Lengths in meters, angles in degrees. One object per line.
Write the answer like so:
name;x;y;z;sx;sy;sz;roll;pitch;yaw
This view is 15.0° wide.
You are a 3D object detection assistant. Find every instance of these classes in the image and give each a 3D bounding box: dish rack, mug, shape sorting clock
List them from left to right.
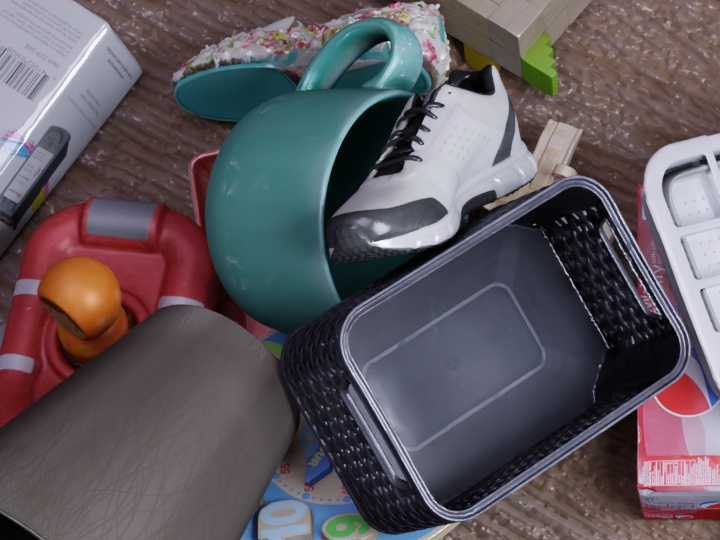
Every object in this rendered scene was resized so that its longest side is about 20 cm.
mug;-0.016;-0.046;1.684;0.114;0.152;0.185;2;45;37
shape sorting clock;-0.010;0.099;1.664;0.200;0.039;0.200;-10;48;11
dish rack;0.266;-0.006;1.646;0.200;0.044;0.172;-15;78;-25

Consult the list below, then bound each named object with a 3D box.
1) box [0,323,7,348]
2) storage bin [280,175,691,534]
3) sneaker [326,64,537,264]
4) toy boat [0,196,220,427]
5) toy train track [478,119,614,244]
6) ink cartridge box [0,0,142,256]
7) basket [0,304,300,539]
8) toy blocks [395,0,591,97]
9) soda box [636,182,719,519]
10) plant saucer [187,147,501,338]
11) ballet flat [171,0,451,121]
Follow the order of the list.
box;-0.244;0.150;1.762;0.158;0.048;0.200;-26;67;2
storage bin;0.072;0.049;1.580;0.200;0.094;0.135;-31;94;-25
sneaker;0.033;-0.062;1.602;0.074;0.200;0.080;-6;108;30
toy boat;-0.166;0.036;1.692;0.130;0.131;0.200;5;66;12
toy train track;0.067;-0.059;1.728;0.200;0.033;0.115;19;77;20
ink cartridge box;-0.267;-0.106;1.837;0.148;0.086;0.200;34;84;21
basket;-0.133;0.123;1.564;0.180;0.136;0.200;44;52;-7
toy blocks;0.087;-0.222;1.797;0.200;0.100;0.137;33;70;21
soda box;0.202;0.049;1.676;0.063;0.070;0.200;-1;70;9
plant saucer;0.000;0.000;1.761;0.199;0.037;0.200;-13;70;9
ballet flat;-0.028;-0.138;1.793;0.200;0.076;0.064;-3;51;26
